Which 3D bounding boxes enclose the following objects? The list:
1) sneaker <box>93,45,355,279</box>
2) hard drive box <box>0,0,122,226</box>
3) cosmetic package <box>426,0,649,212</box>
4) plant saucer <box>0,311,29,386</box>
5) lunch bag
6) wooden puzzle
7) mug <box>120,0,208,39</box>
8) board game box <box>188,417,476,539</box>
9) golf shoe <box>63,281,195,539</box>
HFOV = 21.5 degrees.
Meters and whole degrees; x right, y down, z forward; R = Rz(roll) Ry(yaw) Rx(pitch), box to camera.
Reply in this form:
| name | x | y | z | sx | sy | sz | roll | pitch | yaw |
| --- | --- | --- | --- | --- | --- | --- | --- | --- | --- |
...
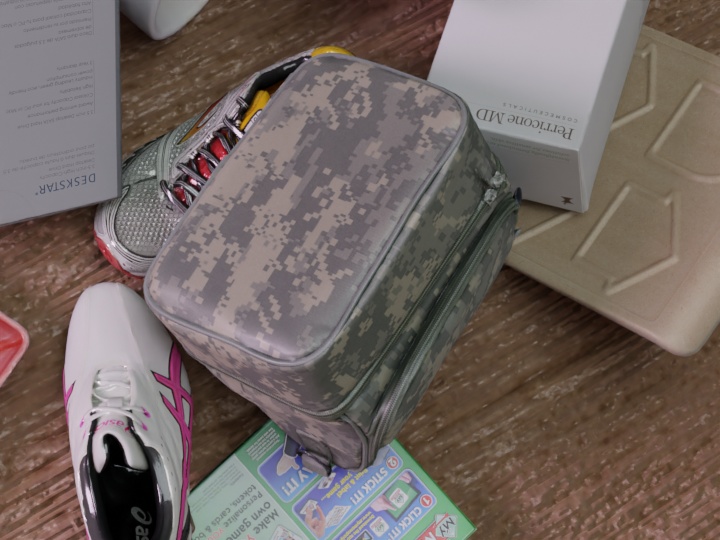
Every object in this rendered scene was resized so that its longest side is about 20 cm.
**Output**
| name | x | y | z | sx | sy | sz | roll | pitch | yaw |
| --- | --- | --- | --- | --- | --- | --- | --- | --- | --- |
| sneaker | -0.078 | -0.073 | 1.136 | 0.200 | 0.082 | 0.078 | -42 | 90 | -18 |
| hard drive box | -0.215 | -0.126 | 1.042 | 0.155 | 0.077 | 0.201 | -15 | 122 | -32 |
| cosmetic package | 0.114 | -0.149 | 1.165 | 0.107 | 0.085 | 0.201 | 12 | 67 | 14 |
| plant saucer | -0.323 | 0.064 | 1.070 | 0.200 | 0.037 | 0.200 | 34 | 73 | -4 |
| lunch bag | 0.000 | 0.000 | 1.077 | 0.139 | 0.168 | 0.200 | 22 | 70 | 31 |
| wooden puzzle | 0.168 | -0.058 | 1.182 | 0.200 | 0.046 | 0.186 | 30 | 75 | 25 |
| mug | -0.138 | -0.244 | 1.148 | 0.153 | 0.187 | 0.150 | 34 | 105 | 4 |
| board game box | -0.047 | 0.171 | 1.121 | 0.200 | 0.029 | 0.135 | -41 | 91 | -18 |
| golf shoe | -0.128 | 0.090 | 1.070 | 0.072 | 0.092 | 0.201 | -11 | 65 | -5 |
